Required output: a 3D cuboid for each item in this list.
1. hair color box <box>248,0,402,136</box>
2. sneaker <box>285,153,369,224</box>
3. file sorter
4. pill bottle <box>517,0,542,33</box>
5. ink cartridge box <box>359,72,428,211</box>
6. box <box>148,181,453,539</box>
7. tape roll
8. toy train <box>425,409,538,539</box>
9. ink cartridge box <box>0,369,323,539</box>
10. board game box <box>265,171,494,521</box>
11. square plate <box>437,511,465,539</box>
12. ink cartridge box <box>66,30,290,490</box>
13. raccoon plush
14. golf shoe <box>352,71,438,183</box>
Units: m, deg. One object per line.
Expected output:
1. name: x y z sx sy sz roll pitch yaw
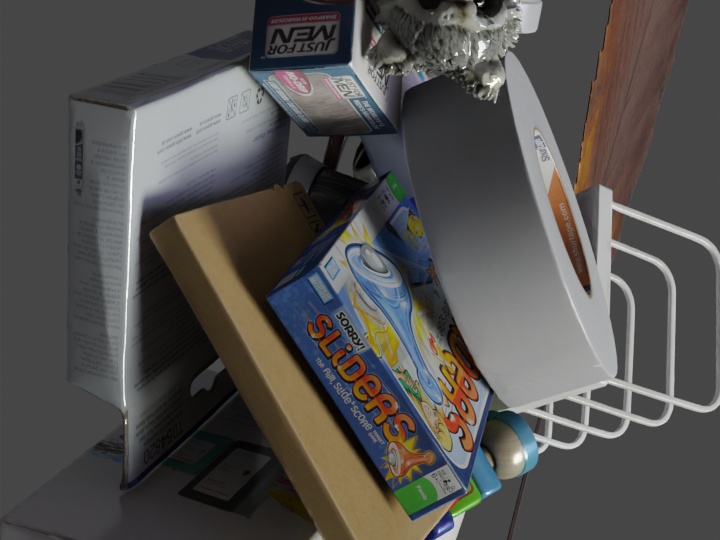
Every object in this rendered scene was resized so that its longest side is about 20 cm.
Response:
1. hair color box: -0.012 -0.186 0.744 0.100 0.060 0.202 42 49 -67
2. sneaker: 0.000 0.000 0.941 0.201 0.090 0.067 76 34 -55
3. file sorter: 0.152 0.050 0.977 0.200 0.124 0.140 -27 -129 54
4. pill bottle: 0.103 -0.286 1.001 0.116 0.115 0.202 -35 136 -63
5. ink cartridge box: 0.035 -0.084 0.894 0.201 0.042 0.119 65 17 8
6. box: -0.019 0.051 0.693 0.201 0.021 0.163 61 21 1
7. tape roll: 0.091 -0.024 0.792 0.200 0.066 0.202 -18 90 -74
8. toy train: 0.025 0.067 0.853 0.115 0.201 0.085 -22 166 -35
9. ink cartridge box: -0.082 0.171 0.730 0.200 0.145 0.148 -40 141 -61
10. board game box: 0.022 0.031 0.732 0.136 0.034 0.200 57 19 -9
11. square plate: 0.028 0.175 1.006 0.201 0.028 0.199 61 41 -37
12. ink cartridge box: -0.093 -0.015 0.722 0.200 0.040 0.202 -41 139 -63
13. raccoon plush: 0.064 -0.144 0.751 0.200 0.096 0.135 39 61 -69
14. golf shoe: 0.018 -0.056 1.022 0.097 0.078 0.202 2 99 -52
